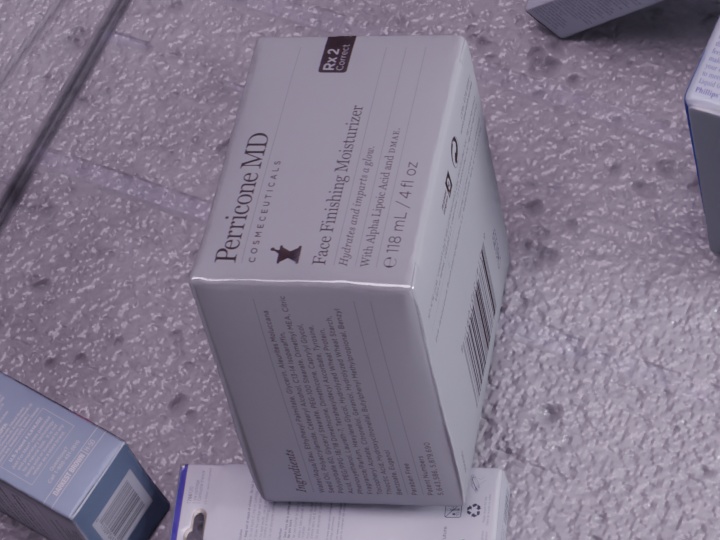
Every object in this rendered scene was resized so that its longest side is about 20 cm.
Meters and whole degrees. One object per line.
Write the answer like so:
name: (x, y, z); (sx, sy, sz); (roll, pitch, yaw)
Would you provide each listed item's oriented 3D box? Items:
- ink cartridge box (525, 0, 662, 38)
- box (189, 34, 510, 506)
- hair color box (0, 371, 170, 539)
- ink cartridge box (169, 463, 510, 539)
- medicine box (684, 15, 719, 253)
ink cartridge box: (0.203, -0.258, 1.728); (0.200, 0.043, 0.197); (-17, 46, 54)
box: (0.000, 0.000, 1.592); (0.130, 0.200, 0.199); (0, 49, 14)
hair color box: (-0.222, 0.103, 1.667); (0.199, 0.099, 0.061); (26, 71, 25)
ink cartridge box: (-0.014, 0.166, 1.619); (0.199, 0.039, 0.100); (1, 63, 13)
medicine box: (0.280, -0.121, 1.618); (0.103, 0.182, 0.201); (17, 67, 21)
